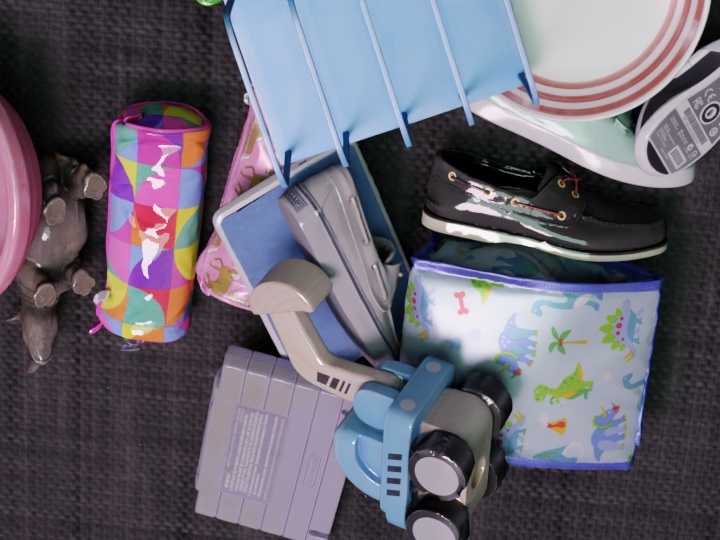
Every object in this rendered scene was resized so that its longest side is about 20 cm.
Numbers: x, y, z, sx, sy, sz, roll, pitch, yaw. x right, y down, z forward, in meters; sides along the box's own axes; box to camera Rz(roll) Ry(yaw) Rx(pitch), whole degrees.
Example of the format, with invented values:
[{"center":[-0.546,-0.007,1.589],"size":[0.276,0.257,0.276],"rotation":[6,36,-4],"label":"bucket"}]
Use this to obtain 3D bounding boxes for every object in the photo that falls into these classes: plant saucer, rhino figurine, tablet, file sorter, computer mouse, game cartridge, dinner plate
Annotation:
[{"center":[-0.322,-0.071,1.397],"size":[0.199,0.051,0.203],"rotation":[11,106,40],"label":"plant saucer"},{"center":[-0.258,-0.004,1.442],"size":[0.059,0.087,0.202],"rotation":[0,115,-29],"label":"rhino figurine"},{"center":[-0.029,-0.003,1.398],"size":[0.129,0.014,0.201],"rotation":[-31,129,-8],"label":"tablet"},{"center":[0.013,-0.157,1.217],"size":[0.198,0.123,0.140],"rotation":[-18,107,5],"label":"file sorter"},{"center":[0.277,-0.153,1.310],"size":[0.200,0.044,0.110],"rotation":[-39,137,1],"label":"computer mouse"},{"center":[-0.071,0.151,1.475],"size":[0.128,0.039,0.201],"rotation":[18,134,3],"label":"game cartridge"},{"center":[0.158,-0.209,1.275],"size":[0.198,0.024,0.202],"rotation":[0,110,1],"label":"dinner plate"}]

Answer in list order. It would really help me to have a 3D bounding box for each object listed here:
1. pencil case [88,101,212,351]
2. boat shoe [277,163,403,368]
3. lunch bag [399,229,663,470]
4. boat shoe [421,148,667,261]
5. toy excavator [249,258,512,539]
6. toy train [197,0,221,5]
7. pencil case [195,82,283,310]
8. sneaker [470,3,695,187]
[{"center":[-0.171,-0.036,1.418],"size":[0.087,0.088,0.202],"rotation":[10,110,2],"label":"pencil case"},{"center":[0.000,0.000,1.366],"size":[0.065,0.072,0.201],"rotation":[-34,125,-9],"label":"boat shoe"},{"center":[0.137,0.064,1.401],"size":[0.198,0.128,0.172],"rotation":[10,114,14],"label":"lunch bag"},{"center":[0.150,-0.052,1.382],"size":[0.199,0.074,0.064],"rotation":[10,112,2],"label":"boat shoe"},{"center":[0.009,0.101,1.325],"size":[0.198,0.100,0.196],"rotation":[17,130,20],"label":"toy excavator"},{"center":[-0.164,-0.246,1.360],"size":[0.198,0.042,0.057],"rotation":[11,102,1],"label":"toy train"},{"center":[-0.071,-0.064,1.397],"size":[0.086,0.083,0.202],"rotation":[26,114,18],"label":"pencil case"},{"center":[0.187,-0.145,1.344],"size":[0.199,0.074,0.119],"rotation":[23,109,-5],"label":"sneaker"}]
